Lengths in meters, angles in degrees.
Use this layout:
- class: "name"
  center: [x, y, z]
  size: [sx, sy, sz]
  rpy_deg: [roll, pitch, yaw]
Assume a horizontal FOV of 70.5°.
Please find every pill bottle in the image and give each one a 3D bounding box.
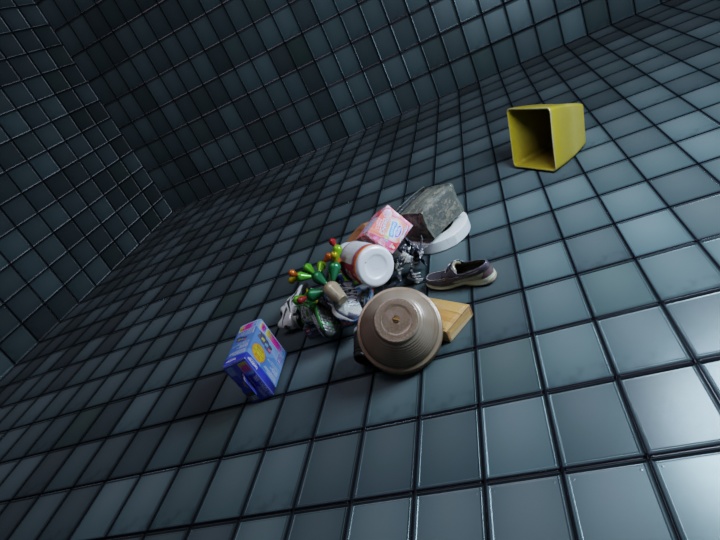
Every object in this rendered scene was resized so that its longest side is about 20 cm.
- class: "pill bottle"
  center: [0.003, -0.023, 1.392]
  size: [0.109, 0.110, 0.200]
  rpy_deg: [-35, 19, -15]

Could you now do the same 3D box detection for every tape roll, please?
- class: "tape roll"
  center: [0.248, -0.123, 1.607]
  size: [0.201, 0.037, 0.203]
  rpy_deg: [-22, 27, 12]

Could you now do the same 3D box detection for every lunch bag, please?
- class: "lunch bag"
  center: [0.192, -0.181, 1.597]
  size: [0.164, 0.118, 0.199]
  rpy_deg: [-41, 23, -26]

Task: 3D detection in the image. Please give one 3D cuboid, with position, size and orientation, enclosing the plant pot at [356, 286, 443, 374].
- class: "plant pot"
  center: [0.083, 0.123, 1.138]
  size: [0.198, 0.093, 0.203]
  rpy_deg: [-4, 67, 10]

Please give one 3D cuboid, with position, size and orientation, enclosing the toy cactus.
- class: "toy cactus"
  center: [-0.098, 0.024, 1.337]
  size: [0.200, 0.102, 0.165]
  rpy_deg: [-46, 59, -5]

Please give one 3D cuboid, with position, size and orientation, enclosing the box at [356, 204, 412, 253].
- class: "box"
  center: [0.064, -0.108, 1.473]
  size: [0.103, 0.094, 0.200]
  rpy_deg: [-53, 6, -8]

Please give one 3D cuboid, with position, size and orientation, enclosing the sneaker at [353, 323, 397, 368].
- class: "sneaker"
  center: [0.071, 0.183, 1.202]
  size: [0.198, 0.071, 0.100]
  rpy_deg: [-4, 51, 21]

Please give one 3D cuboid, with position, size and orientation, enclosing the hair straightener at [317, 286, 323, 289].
- class: "hair straightener"
  center: [-0.047, 0.020, 1.585]
  size: [0.198, 0.077, 0.041]
  rpy_deg: [-28, 24, 1]

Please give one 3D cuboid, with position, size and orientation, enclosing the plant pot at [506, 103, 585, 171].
- class: "plant pot"
  center: [0.631, -0.464, 1.696]
  size: [0.175, 0.202, 0.200]
  rpy_deg: [-24, 24, -18]

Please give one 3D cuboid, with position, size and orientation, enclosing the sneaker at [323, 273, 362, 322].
- class: "sneaker"
  center: [-0.043, 0.070, 1.364]
  size: [0.076, 0.086, 0.200]
  rpy_deg: [3, 23, -30]

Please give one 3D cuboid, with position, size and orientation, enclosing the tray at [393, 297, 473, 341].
- class: "tray"
  center: [0.168, 0.113, 1.259]
  size: [0.099, 0.037, 0.199]
  rpy_deg: [-43, 29, -28]

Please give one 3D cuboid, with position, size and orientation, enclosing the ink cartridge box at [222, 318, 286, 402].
- class: "ink cartridge box"
  center: [-0.275, 0.244, 1.331]
  size: [0.076, 0.137, 0.201]
  rpy_deg: [-24, 26, 19]

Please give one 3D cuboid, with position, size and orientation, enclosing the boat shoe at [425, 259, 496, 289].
- class: "boat shoe"
  center: [0.255, 0.004, 1.336]
  size: [0.198, 0.065, 0.072]
  rpy_deg: [-6, 35, 39]

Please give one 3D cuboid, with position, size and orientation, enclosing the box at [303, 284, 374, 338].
- class: "box"
  center: [-0.060, 0.114, 1.471]
  size: [0.198, 0.038, 0.137]
  rpy_deg: [-19, 28, 17]

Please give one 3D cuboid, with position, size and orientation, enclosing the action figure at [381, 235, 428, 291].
- class: "action figure"
  center: [0.128, -0.012, 1.435]
  size: [0.200, 0.119, 0.102]
  rpy_deg: [-44, 27, -6]

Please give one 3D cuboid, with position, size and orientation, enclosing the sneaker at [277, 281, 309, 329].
- class: "sneaker"
  center: [-0.207, 0.108, 1.584]
  size: [0.088, 0.075, 0.201]
  rpy_deg: [-15, 28, 20]

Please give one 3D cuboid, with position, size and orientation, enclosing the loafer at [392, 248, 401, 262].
- class: "loafer"
  center: [0.076, -0.068, 1.610]
  size: [0.072, 0.073, 0.199]
  rpy_deg: [-10, 16, -35]

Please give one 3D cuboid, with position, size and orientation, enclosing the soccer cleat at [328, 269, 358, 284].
- class: "soccer cleat"
  center: [0.000, 0.000, 1.528]
  size: [0.198, 0.082, 0.067]
  rpy_deg: [-17, -3, -18]

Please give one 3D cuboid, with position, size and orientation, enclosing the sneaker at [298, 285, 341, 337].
- class: "sneaker"
  center: [-0.115, 0.127, 1.399]
  size: [0.086, 0.078, 0.200]
  rpy_deg: [-59, 31, 13]

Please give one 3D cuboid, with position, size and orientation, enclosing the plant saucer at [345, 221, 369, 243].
- class: "plant saucer"
  center: [-0.020, -0.079, 1.688]
  size: [0.201, 0.032, 0.201]
  rpy_deg: [-51, 17, 21]
